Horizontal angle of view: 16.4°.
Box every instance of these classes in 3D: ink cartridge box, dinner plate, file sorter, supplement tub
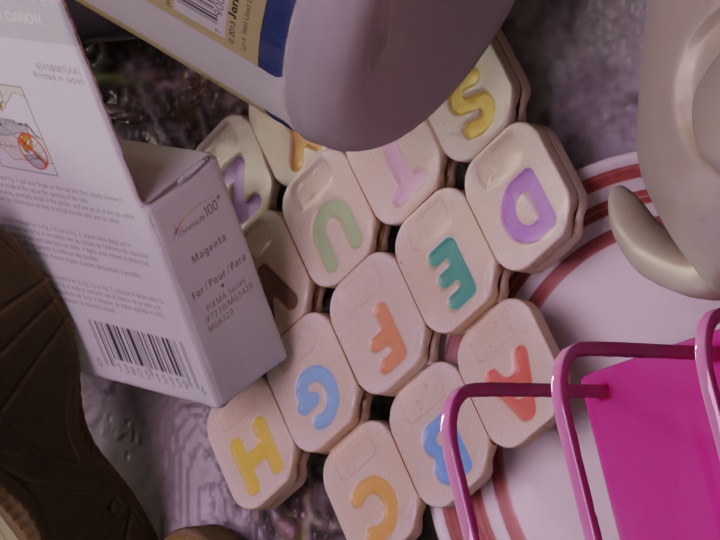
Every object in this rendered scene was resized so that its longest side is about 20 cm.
[{"bbox_3d":[-0.133,-0.043,0.967,0.199,0.044,0.174,11,129,44],"label":"ink cartridge box"},{"bbox_3d":[0.109,0.058,0.871,0.199,0.024,0.201,-1,88,36],"label":"dinner plate"},{"bbox_3d":[0.141,0.071,0.757,0.199,0.125,0.140,-21,76,32],"label":"file sorter"},{"bbox_3d":[-0.047,-0.144,0.837,0.200,0.144,0.145,31,106,19],"label":"supplement tub"}]

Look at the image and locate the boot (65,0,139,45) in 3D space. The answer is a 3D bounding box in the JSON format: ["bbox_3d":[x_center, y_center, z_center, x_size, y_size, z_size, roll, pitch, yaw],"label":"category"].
[{"bbox_3d":[-0.096,-0.166,1.001,0.199,0.072,0.183,-22,79,36],"label":"boot"}]

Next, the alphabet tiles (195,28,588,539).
[{"bbox_3d":[0.000,0.000,0.938,0.200,0.015,0.196,-43,58,32],"label":"alphabet tiles"}]

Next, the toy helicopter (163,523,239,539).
[{"bbox_3d":[-0.021,0.170,0.943,0.200,0.079,0.133,40,119,41],"label":"toy helicopter"}]

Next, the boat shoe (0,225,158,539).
[{"bbox_3d":[-0.143,0.061,0.978,0.063,0.073,0.201,7,133,41],"label":"boat shoe"}]

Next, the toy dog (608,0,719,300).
[{"bbox_3d":[0.142,-0.104,0.797,0.194,0.139,0.201,-42,56,55],"label":"toy dog"}]
